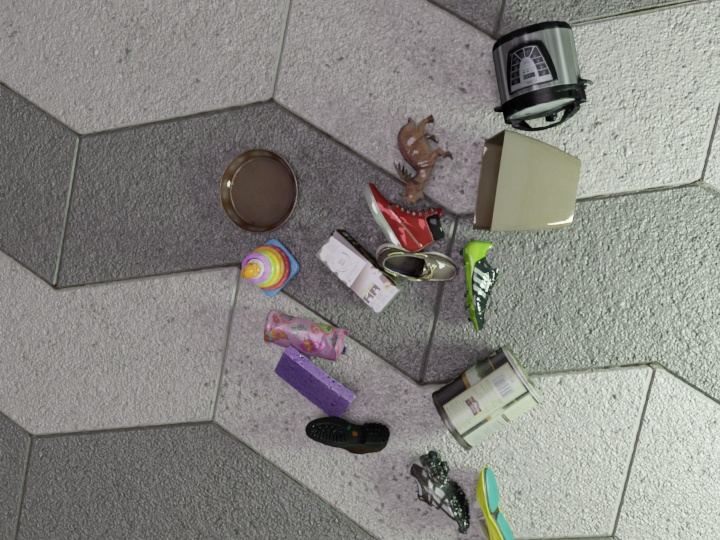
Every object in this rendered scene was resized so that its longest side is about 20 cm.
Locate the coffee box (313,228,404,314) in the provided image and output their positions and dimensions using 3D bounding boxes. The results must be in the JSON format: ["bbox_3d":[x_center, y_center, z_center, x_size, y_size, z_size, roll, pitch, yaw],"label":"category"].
[{"bbox_3d":[0.000,0.000,1.470,0.200,0.113,0.080,43,99,5],"label":"coffee box"}]

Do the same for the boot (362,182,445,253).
[{"bbox_3d":[0.104,-0.139,1.467,0.143,0.072,0.201,-33,95,10],"label":"boot"}]

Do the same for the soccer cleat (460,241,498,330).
[{"bbox_3d":[0.274,0.034,1.446,0.080,0.068,0.203,-5,92,-2],"label":"soccer cleat"}]

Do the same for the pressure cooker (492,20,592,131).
[{"bbox_3d":[0.378,-0.399,1.346,0.176,0.176,0.203,-11,92,-13],"label":"pressure cooker"}]

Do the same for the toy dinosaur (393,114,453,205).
[{"bbox_3d":[0.119,-0.262,1.427,0.134,0.086,0.202,-22,74,-1],"label":"toy dinosaur"}]

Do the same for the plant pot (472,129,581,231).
[{"bbox_3d":[0.355,-0.175,1.360,0.174,0.200,0.203,7,94,-1],"label":"plant pot"}]

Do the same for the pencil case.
[{"bbox_3d":[-0.131,0.154,1.521,0.197,0.087,0.089,13,95,9],"label":"pencil case"}]

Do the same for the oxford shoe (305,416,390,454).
[{"bbox_3d":[-0.034,0.400,1.507,0.197,0.073,0.085,10,135,1],"label":"oxford shoe"}]

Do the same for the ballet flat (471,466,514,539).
[{"bbox_3d":[0.293,0.553,1.470,0.066,0.067,0.203,-18,91,32],"label":"ballet flat"}]

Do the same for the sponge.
[{"bbox_3d":[-0.111,0.268,1.515,0.199,0.030,0.112,37,140,7],"label":"sponge"}]

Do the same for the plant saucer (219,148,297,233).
[{"bbox_3d":[-0.243,-0.191,1.547,0.197,0.034,0.204,0,92,10],"label":"plant saucer"}]

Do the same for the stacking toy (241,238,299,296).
[{"bbox_3d":[-0.232,-0.003,1.469,0.116,0.200,0.110,-44,85,11],"label":"stacking toy"}]

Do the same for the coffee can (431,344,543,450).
[{"bbox_3d":[0.279,0.280,1.413,0.199,0.146,0.147,-36,86,10],"label":"coffee can"}]

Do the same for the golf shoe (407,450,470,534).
[{"bbox_3d":[0.183,0.522,1.490,0.094,0.078,0.202,-30,85,28],"label":"golf shoe"}]

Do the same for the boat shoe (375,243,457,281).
[{"bbox_3d":[0.132,-0.009,1.438,0.197,0.060,0.073,14,113,-15],"label":"boat shoe"}]
